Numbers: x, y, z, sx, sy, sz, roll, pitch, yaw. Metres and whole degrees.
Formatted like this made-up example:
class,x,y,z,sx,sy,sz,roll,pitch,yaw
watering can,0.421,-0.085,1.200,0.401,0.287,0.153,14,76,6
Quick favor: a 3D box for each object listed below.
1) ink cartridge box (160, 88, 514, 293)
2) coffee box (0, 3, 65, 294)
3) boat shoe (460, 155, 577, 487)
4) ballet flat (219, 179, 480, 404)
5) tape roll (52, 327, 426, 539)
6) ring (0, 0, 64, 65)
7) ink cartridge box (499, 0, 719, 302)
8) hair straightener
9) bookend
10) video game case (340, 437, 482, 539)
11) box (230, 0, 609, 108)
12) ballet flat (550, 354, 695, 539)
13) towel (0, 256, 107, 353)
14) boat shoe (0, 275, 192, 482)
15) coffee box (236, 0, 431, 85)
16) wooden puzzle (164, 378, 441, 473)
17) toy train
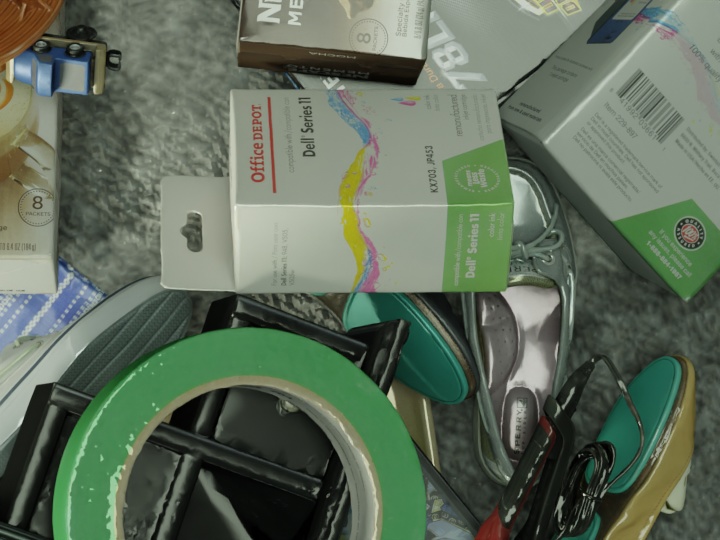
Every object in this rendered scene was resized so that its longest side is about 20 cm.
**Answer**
class,x,y,z,sx,sy,sz,roll,pitch,yaw
ink cartridge box,-0.017,-0.047,1.577,0.199,0.117,0.068,-1,129,-4
coffee box,-0.233,-0.092,1.619,0.114,0.080,0.201,0,74,-4
boat shoe,0.096,0.030,1.651,0.074,0.065,0.203,2,87,-2
ballet flat,0.000,0.000,1.650,0.200,0.073,0.073,34,85,5
tape roll,-0.065,0.132,1.481,0.199,0.048,0.202,1,86,-15
ring,-0.267,-0.175,1.572,0.199,0.019,0.201,2,45,-2
ink cartridge box,0.204,-0.107,1.634,0.200,0.087,0.145,-46,112,-3
hair straightener,0.112,0.146,1.606,0.077,0.041,0.201,23,91,-19
bookend,-0.101,0.091,1.547,0.198,0.092,0.201,22,81,-13
video game case,-0.032,0.180,1.618,0.200,0.025,0.181,-40,94,-12
box,0.032,-0.181,1.673,0.198,0.050,0.200,-36,88,-5
ballet flat,0.159,0.147,1.657,0.063,0.069,0.201,32,88,-28
towel,-0.229,0.044,1.658,0.200,0.024,0.145,39,86,0
boat shoe,-0.191,0.066,1.617,0.200,0.074,0.067,-42,52,-15
coffee box,-0.009,-0.218,1.610,0.112,0.080,0.201,6,84,-2
wooden puzzle,-0.044,0.167,1.645,0.199,0.037,0.186,-8,87,-8
toy train,-0.236,-0.127,1.560,0.199,0.046,0.034,6,123,1
